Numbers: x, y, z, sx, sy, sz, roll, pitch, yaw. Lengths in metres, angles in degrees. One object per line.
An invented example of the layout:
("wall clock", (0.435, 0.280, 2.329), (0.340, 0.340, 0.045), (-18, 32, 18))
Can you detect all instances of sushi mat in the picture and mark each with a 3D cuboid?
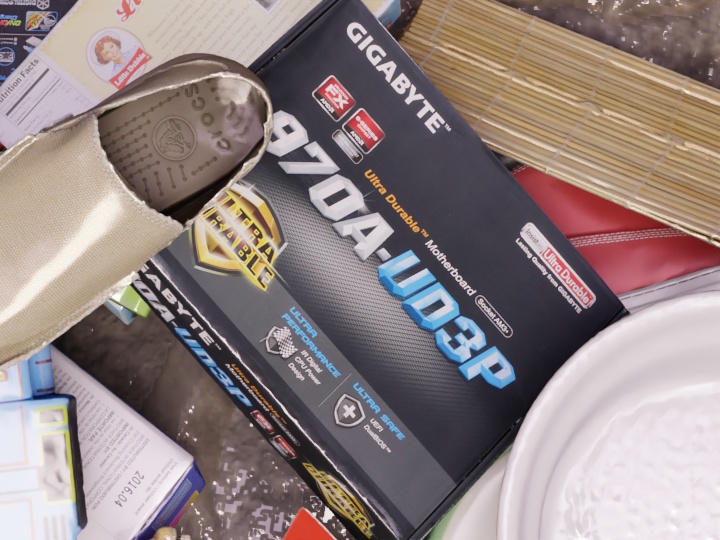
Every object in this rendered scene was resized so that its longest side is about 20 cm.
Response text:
("sushi mat", (0.106, -0.077, 1.024), (0.199, 0.012, 0.096), (24, 49, 12))

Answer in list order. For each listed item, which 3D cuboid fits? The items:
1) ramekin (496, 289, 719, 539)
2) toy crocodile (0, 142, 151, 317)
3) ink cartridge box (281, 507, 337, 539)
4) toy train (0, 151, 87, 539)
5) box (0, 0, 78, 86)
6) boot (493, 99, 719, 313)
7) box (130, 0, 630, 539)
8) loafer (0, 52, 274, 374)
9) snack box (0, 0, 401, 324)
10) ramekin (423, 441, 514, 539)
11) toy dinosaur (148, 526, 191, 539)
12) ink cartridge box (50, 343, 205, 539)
("ramekin", (0.153, 0.117, 0.885), (0.199, 0.098, 0.202), (0, 77, 0))
("toy crocodile", (-0.171, -0.044, 0.946), (0.199, 0.062, 0.068), (33, 85, 7))
("ink cartridge box", (0.013, 0.214, 0.931), (0.047, 0.160, 0.200), (-39, 79, -27))
("toy train", (-0.177, 0.037, 0.884), (0.113, 0.087, 0.202), (-6, 89, -15))
("box", (-0.098, -0.075, 1.052), (0.198, 0.046, 0.160), (1, 78, 1))
("boot", (0.146, -0.039, 1.039), (0.199, 0.072, 0.145), (-14, 75, 1))
("box", (0.000, 0.000, 0.940), (0.159, 0.046, 0.200), (-43, 96, -23))
("loafer", (-0.112, -0.027, 0.837), (0.200, 0.068, 0.076), (-42, 99, -23))
("snack box", (-0.088, -0.089, 1.003), (0.116, 0.037, 0.200), (40, 82, 8))
("ramekin", (0.113, 0.159, 0.975), (0.198, 0.098, 0.202), (0, 77, 0))
("toy dinosaur", (-0.084, 0.205, 0.948), (0.100, 0.058, 0.201), (8, 100, -17))
("ink cartridge box", (-0.164, 0.104, 0.967), (0.200, 0.076, 0.137), (37, 80, 10))
